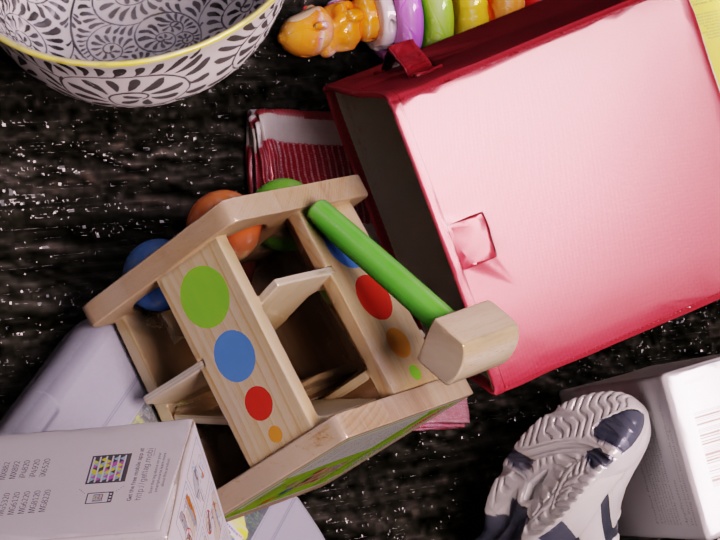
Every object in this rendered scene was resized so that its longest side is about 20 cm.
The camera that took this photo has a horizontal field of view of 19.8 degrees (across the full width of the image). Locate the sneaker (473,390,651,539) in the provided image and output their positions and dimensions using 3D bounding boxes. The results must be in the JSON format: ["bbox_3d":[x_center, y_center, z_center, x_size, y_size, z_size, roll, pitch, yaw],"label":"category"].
[{"bbox_3d":[0.141,0.166,1.238,0.129,0.080,0.200,21,108,-30],"label":"sneaker"}]

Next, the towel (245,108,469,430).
[{"bbox_3d":[0.000,0.000,1.261,0.143,0.023,0.201,-1,81,-36],"label":"towel"}]

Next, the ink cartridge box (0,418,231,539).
[{"bbox_3d":[-0.147,0.179,1.012,0.084,0.175,0.201,-82,163,-52],"label":"ink cartridge box"}]

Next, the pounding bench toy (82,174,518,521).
[{"bbox_3d":[-0.024,0.019,1.100,0.124,0.200,0.157,-13,73,-54],"label":"pounding bench toy"}]

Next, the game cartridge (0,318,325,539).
[{"bbox_3d":[-0.104,0.124,1.124,0.200,0.041,0.133,47,32,-13],"label":"game cartridge"}]

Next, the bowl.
[{"bbox_3d":[-0.122,-0.155,1.142,0.199,0.094,0.202,-2,52,2],"label":"bowl"}]

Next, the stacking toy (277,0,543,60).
[{"bbox_3d":[0.039,-0.163,1.286,0.199,0.116,0.110,-12,92,-22],"label":"stacking toy"}]

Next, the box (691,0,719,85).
[{"bbox_3d":[0.232,-0.121,1.384,0.075,0.050,0.201,-70,148,-71],"label":"box"}]

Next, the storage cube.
[{"bbox_3d":[0.104,-0.056,1.182,0.179,0.171,0.201,-22,101,-10],"label":"storage cube"}]

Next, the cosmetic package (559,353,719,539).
[{"bbox_3d":[0.193,0.107,1.258,0.074,0.200,0.102,-14,88,-12],"label":"cosmetic package"}]
